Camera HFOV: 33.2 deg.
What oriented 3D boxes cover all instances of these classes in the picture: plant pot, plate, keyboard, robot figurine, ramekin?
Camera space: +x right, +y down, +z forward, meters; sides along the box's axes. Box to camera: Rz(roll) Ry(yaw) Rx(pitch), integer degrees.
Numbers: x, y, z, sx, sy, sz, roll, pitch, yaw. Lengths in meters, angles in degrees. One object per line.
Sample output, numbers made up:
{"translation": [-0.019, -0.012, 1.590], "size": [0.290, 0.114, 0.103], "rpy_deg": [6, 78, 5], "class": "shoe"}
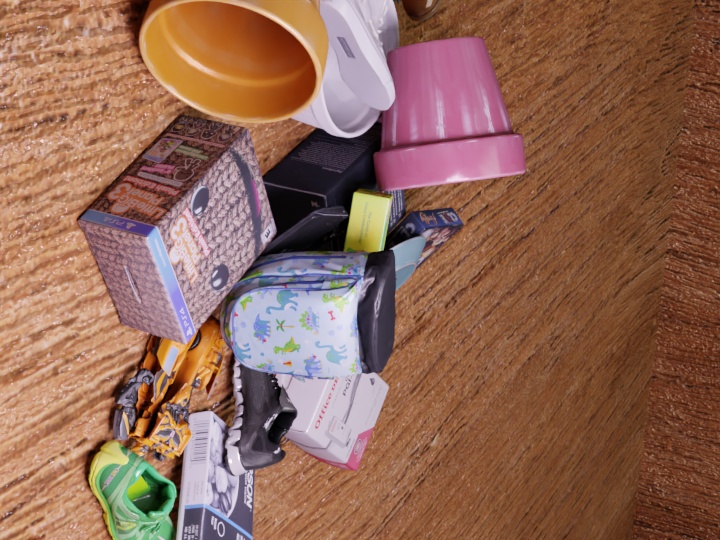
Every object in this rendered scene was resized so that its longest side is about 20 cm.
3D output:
{"translation": [0.107, -0.203, 1.567], "size": [0.200, 0.199, 0.180], "rpy_deg": [-17, 100, -59], "class": "plant pot"}
{"translation": [0.020, 0.024, 1.706], "size": [0.200, 0.026, 0.200], "rpy_deg": [-37, 167, -10], "class": "plate"}
{"translation": [-0.095, -0.025, 1.514], "size": [0.127, 0.199, 0.021], "rpy_deg": [-2, 63, -59], "class": "keyboard"}
{"translation": [-0.122, -0.295, 1.323], "size": [0.200, 0.199, 0.184], "rpy_deg": [60, 35, -53], "class": "plant pot"}
{"translation": [-0.223, 0.135, 1.451], "size": [0.145, 0.058, 0.201], "rpy_deg": [46, 62, -57], "class": "robot figurine"}
{"translation": [-0.042, -0.277, 1.550], "size": [0.200, 0.104, 0.202], "rpy_deg": [-34, 131, -52], "class": "ramekin"}

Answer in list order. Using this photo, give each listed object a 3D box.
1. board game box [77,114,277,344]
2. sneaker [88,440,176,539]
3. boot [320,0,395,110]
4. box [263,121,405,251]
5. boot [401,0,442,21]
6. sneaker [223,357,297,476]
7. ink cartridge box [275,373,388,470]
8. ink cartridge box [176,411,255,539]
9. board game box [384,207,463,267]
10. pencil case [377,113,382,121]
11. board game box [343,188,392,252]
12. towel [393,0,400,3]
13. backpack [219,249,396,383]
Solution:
{"translation": [-0.200, -0.049, 1.369], "size": [0.200, 0.096, 0.160], "rpy_deg": [-54, 145, -36], "class": "board game box"}
{"translation": [-0.257, 0.283, 1.428], "size": [0.074, 0.083, 0.201], "rpy_deg": [-57, 148, -32], "class": "sneaker"}
{"translation": [0.012, -0.288, 1.454], "size": [0.096, 0.073, 0.200], "rpy_deg": [-58, 147, -21], "class": "boot"}
{"translation": [-0.033, -0.097, 1.648], "size": [0.200, 0.106, 0.149], "rpy_deg": [-47, 141, -44], "class": "box"}
{"translation": [0.062, -0.456, 1.651], "size": [0.155, 0.073, 0.202], "rpy_deg": [18, 72, -64], "class": "boot"}
{"translation": [-0.122, 0.170, 1.575], "size": [0.067, 0.090, 0.201], "rpy_deg": [59, 29, -54], "class": "sneaker"}
{"translation": [-0.049, 0.193, 1.776], "size": [0.147, 0.082, 0.200], "rpy_deg": [-68, 151, -15], "class": "ink cartridge box"}
{"translation": [-0.173, 0.312, 1.569], "size": [0.200, 0.043, 0.199], "rpy_deg": [56, 29, -56], "class": "ink cartridge box"}
{"translation": [0.050, -0.014, 1.794], "size": [0.200, 0.035, 0.135], "rpy_deg": [-45, 164, 26], "class": "board game box"}
{"translation": [0.039, -0.257, 1.739], "size": [0.200, 0.086, 0.083], "rpy_deg": [11, 61, -63], "class": "pencil case"}
{"translation": [0.000, 0.000, 1.548], "size": [0.102, 0.047, 0.201], "rpy_deg": [-63, 163, -83], "class": "board game box"}
{"translation": [0.083, -0.511, 1.765], "size": [0.201, 0.022, 0.147], "rpy_deg": [-61, 149, -27], "class": "towel"}
{"translation": [-0.068, 0.052, 1.444], "size": [0.154, 0.199, 0.164], "rpy_deg": [-55, 153, -54], "class": "backpack"}
